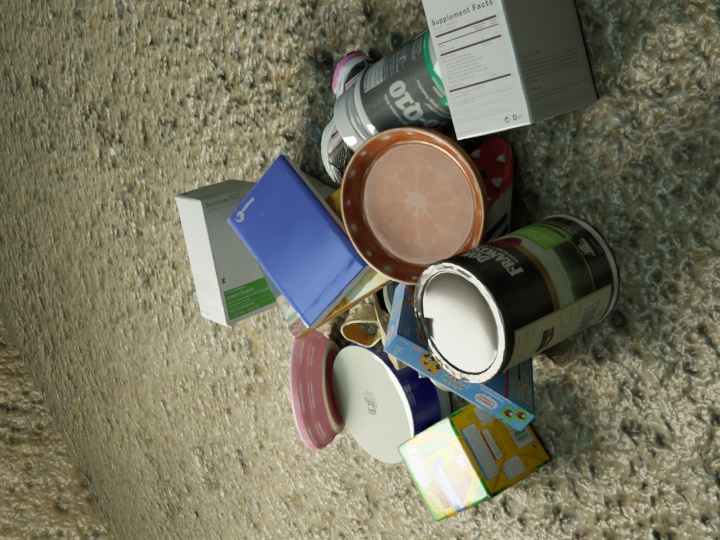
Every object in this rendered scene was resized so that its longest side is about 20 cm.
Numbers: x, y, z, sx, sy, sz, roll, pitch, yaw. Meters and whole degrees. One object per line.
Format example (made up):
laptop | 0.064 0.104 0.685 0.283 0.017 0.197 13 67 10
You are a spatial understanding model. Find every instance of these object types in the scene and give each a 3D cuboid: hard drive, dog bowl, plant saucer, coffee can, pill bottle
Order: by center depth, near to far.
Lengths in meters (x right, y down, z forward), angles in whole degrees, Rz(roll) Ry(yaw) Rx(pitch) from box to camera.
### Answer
coffee can | 0.184 0.030 1.156 0.146 0.200 0.147 28 128 43
plant saucer | 0.068 -0.081 1.224 0.200 0.032 0.201 9 110 27
pill bottle | 0.065 -0.224 1.235 0.200 0.113 0.113 -25 87 45
hard drive | -0.085 -0.040 1.333 0.132 0.025 0.200 -47 70 25
dog bowl | 0.045 0.196 1.536 0.200 0.079 0.200 29 129 43
plant saucer | -0.063 0.194 1.620 0.051 0.201 0.201 -6 106 14

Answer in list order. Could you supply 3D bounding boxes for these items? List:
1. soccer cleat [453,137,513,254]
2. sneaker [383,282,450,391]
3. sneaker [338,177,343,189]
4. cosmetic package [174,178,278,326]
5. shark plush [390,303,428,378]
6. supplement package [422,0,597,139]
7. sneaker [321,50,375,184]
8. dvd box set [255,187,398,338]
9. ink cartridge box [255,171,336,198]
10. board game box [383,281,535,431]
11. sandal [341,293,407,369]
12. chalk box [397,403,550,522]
soccer cleat | 0.162 -0.069 1.255 0.069 0.085 0.200 10 94 33
sneaker | 0.115 0.062 1.397 0.106 0.075 0.200 -49 57 30
sneaker | -0.050 -0.065 1.395 0.092 0.076 0.200 22 97 19
cosmetic package | -0.202 -0.030 1.503 0.085 0.107 0.200 16 122 50
shark plush | 0.073 0.044 1.336 0.091 0.083 0.200 3 92 64
supplement package | 0.163 -0.264 1.101 0.120 0.121 0.200 -4 103 53
sneaker | 0.000 -0.201 1.385 0.086 0.080 0.200 36 135 42
dvd box set | -0.044 -0.015 1.345 0.200 0.029 0.147 -32 79 28
ink cartridge box | -0.104 -0.067 1.557 0.200 0.128 0.125 32 132 42
board game box | 0.128 0.099 1.236 0.200 0.151 0.037 32 118 -9
sandal | 0.006 0.084 1.466 0.212 0.070 0.078 -122 15 -57
chalk box | 0.146 0.269 1.399 0.125 0.124 0.200 60 144 12
